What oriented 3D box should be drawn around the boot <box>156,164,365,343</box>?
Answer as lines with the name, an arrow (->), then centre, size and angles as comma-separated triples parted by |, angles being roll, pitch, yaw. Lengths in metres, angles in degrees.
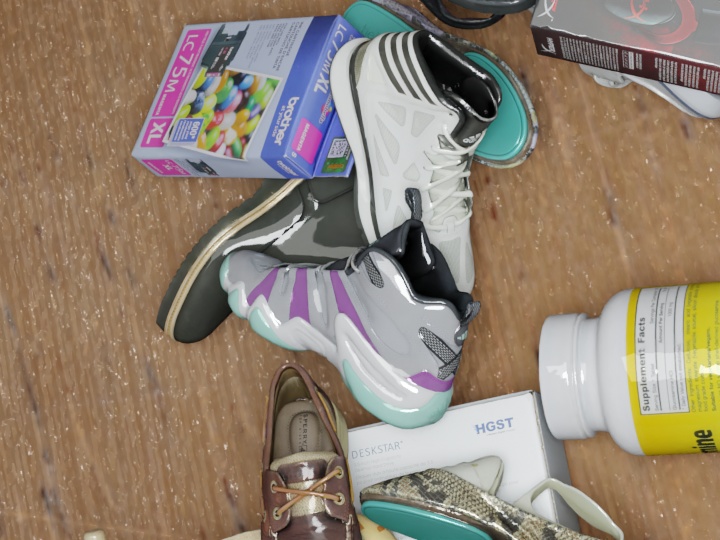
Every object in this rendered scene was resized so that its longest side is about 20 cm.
boot -> -0.042, 0.007, 1.275 | 0.138, 0.077, 0.200 | 44, 97, 16

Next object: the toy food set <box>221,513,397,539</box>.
toy food set -> -0.054, 0.259, 1.128 | 0.199, 0.049, 0.199 | -8, 62, -1

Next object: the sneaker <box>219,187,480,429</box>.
sneaker -> 0.000, 0.000, 1.178 | 0.200, 0.078, 0.140 | 32, 113, 24

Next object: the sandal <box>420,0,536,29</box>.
sandal -> 0.069, -0.210, 1.260 | 0.075, 0.048, 0.200 | -34, 35, -21

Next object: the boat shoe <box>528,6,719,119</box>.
boat shoe -> 0.183, -0.164, 1.230 | 0.200, 0.073, 0.065 | 50, 128, 28

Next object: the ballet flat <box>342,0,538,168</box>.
ballet flat -> 0.068, -0.136, 1.256 | 0.200, 0.072, 0.072 | 41, 96, 33

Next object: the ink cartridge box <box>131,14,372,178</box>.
ink cartridge box -> -0.073, -0.127, 1.278 | 0.199, 0.042, 0.120 | 5, 67, 40

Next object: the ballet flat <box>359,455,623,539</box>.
ballet flat -> 0.101, 0.164, 1.121 | 0.199, 0.068, 0.075 | 22, 66, 17

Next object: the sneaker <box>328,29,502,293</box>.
sneaker -> 0.051, -0.067, 1.177 | 0.115, 0.076, 0.201 | -5, 107, 55

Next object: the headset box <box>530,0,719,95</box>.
headset box -> 0.226, -0.197, 1.130 | 0.199, 0.075, 0.149 | 15, 86, 11

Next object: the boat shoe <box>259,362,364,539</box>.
boat shoe -> -0.037, 0.144, 1.125 | 0.072, 0.072, 0.200 | -10, 44, 8

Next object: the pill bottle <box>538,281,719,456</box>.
pill bottle -> 0.224, 0.064, 1.143 | 0.199, 0.112, 0.113 | -5, 78, 20

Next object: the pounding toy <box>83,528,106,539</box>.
pounding toy -> -0.163, 0.317, 1.221 | 0.184, 0.142, 0.200 | 43, 96, 21

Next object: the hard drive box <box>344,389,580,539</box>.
hard drive box -> 0.072, 0.197, 1.193 | 0.155, 0.077, 0.201 | -13, 77, 17
